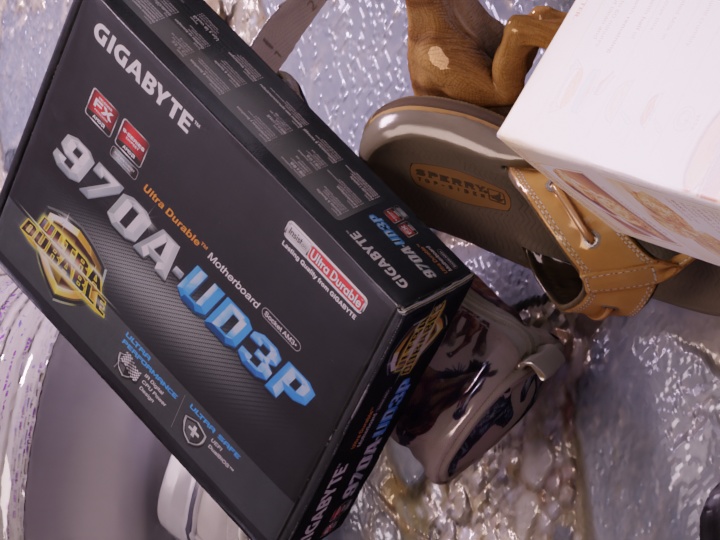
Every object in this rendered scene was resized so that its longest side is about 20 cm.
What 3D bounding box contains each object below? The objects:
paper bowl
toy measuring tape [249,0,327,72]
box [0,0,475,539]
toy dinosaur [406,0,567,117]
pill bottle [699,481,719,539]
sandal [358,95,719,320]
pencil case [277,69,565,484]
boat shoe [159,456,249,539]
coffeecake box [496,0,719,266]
[{"bbox_3d":[-0.136,0.104,1.404,0.104,0.201,0.202,2,92,14],"label":"paper bowl"},{"bbox_3d":[0.022,-0.130,1.188,0.200,0.074,0.073,-54,33,-9],"label":"toy measuring tape"},{"bbox_3d":[-0.059,-0.004,1.173,0.200,0.046,0.159,46,134,20],"label":"box"},{"bbox_3d":[0.042,-0.087,1.131,0.061,0.106,0.201,-71,-31,-46],"label":"toy dinosaur"},{"bbox_3d":[0.170,0.124,0.958,0.112,0.111,0.201,-10,81,57],"label":"pill bottle"},{"bbox_3d":[0.080,-0.015,1.091,0.199,0.054,0.081,14,137,27],"label":"sandal"},{"bbox_3d":[0.000,0.000,1.208,0.200,0.078,0.090,44,138,21],"label":"pencil case"},{"bbox_3d":[-0.032,0.045,1.317,0.066,0.072,0.201,27,103,24],"label":"boat shoe"},{"bbox_3d":[0.160,-0.075,0.956,0.154,0.073,0.200,-59,33,-6],"label":"coffeecake box"}]
